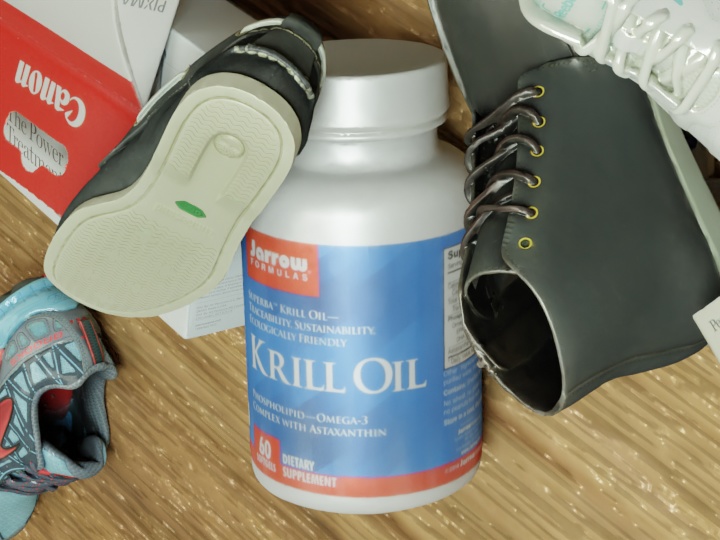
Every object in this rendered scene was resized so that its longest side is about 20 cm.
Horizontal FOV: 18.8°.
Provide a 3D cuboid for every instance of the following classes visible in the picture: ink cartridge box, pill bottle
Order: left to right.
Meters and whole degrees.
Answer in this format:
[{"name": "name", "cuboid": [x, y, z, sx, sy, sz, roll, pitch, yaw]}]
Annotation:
[{"name": "ink cartridge box", "cuboid": [-0.150, -0.135, 1.037, 0.161, 0.050, 0.201, 33, 107, 45]}, {"name": "pill bottle", "cuboid": [0.000, 0.000, 0.997, 0.112, 0.112, 0.201, 17, 116, 46]}]

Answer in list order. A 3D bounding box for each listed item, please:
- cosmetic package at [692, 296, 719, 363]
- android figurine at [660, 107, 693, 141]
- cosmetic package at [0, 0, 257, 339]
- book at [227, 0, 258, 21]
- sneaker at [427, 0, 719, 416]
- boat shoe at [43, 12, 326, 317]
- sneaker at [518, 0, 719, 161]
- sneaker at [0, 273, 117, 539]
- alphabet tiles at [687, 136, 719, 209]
[{"name": "cosmetic package", "cuboid": [0.219, 0.071, 0.784, 0.201, 0.073, 0.104, 59, 141, 12]}, {"name": "android figurine", "cuboid": [0.111, -0.153, 0.853, 0.182, 0.041, 0.201, -28, 84, 52]}, {"name": "cosmetic package", "cuboid": [-0.115, -0.079, 1.092, 0.200, 0.051, 0.152, 37, 128, 44]}, {"name": "book", "cuboid": [-0.085, -0.073, 1.129, 0.200, 0.048, 0.134, 40, 132, 37]}, {"name": "sneaker", "cuboid": [0.065, -0.047, 0.843, 0.201, 0.106, 0.075, 60, 141, 9]}, {"name": "boat shoe", "cuboid": [-0.076, -0.040, 0.956, 0.072, 0.068, 0.200, 31, 139, -15]}, {"name": "sneaker", "cuboid": [0.104, -0.093, 0.796, 0.200, 0.080, 0.071, 49, 133, 17]}, {"name": "sneaker", "cuboid": [-0.198, 0.104, 1.302, 0.096, 0.079, 0.201, 44, 133, 29]}, {"name": "alphabet tiles", "cuboid": [0.185, -0.075, 0.831, 0.199, 0.008, 0.168, 15, 114, 47]}]
